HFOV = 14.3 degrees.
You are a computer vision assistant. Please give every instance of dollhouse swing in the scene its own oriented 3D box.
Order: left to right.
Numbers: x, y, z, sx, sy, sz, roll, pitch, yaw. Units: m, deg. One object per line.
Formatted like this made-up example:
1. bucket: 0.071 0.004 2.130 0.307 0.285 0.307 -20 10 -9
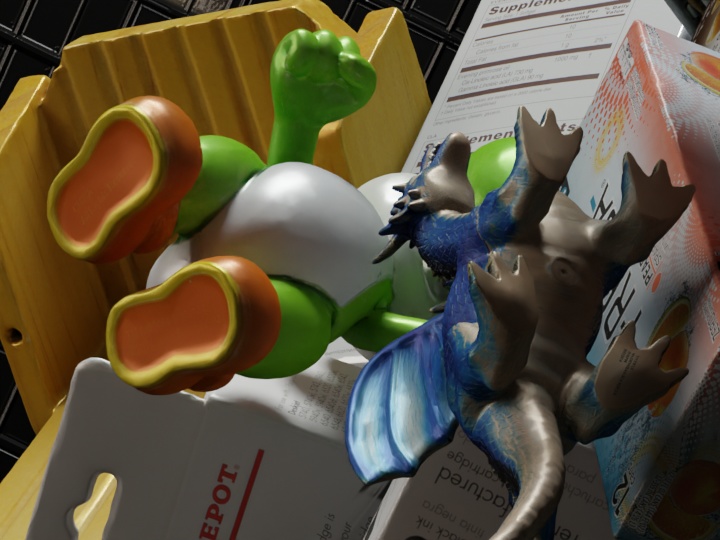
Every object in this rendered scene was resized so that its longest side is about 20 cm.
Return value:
1. dollhouse swing: -0.085 0.015 1.115 0.176 0.199 0.183 -37 -65 -49

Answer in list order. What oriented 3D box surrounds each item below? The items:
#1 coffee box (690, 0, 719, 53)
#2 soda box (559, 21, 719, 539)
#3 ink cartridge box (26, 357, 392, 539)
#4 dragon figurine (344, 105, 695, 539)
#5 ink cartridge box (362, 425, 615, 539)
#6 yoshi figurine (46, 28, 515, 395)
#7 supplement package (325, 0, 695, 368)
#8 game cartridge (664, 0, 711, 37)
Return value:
1. coffee box: 0.169 -0.102 0.954 0.114 0.079 0.201 -106 42 -89
2. soda box: 0.100 0.007 0.790 0.200 0.063 0.069 -93 26 -63
3. ink cartridge box: -0.007 0.098 0.960 0.068 0.199 0.117 -66 -4 -68
4. dragon figurine: 0.034 0.029 0.717 0.201 0.059 0.100 -81 17 -44
5. ink cartridge box: 0.039 0.132 0.848 0.068 0.116 0.201 -62 -2 -72
6. yoshi figurine: 0.008 -0.012 0.893 0.200 0.112 0.113 2 -76 -52
7. supplement package: 0.083 -0.006 1.084 0.109 0.114 0.201 -6 43 36
8. game cartridge: 0.144 -0.157 1.024 0.133 0.200 0.041 -50 41 -7
